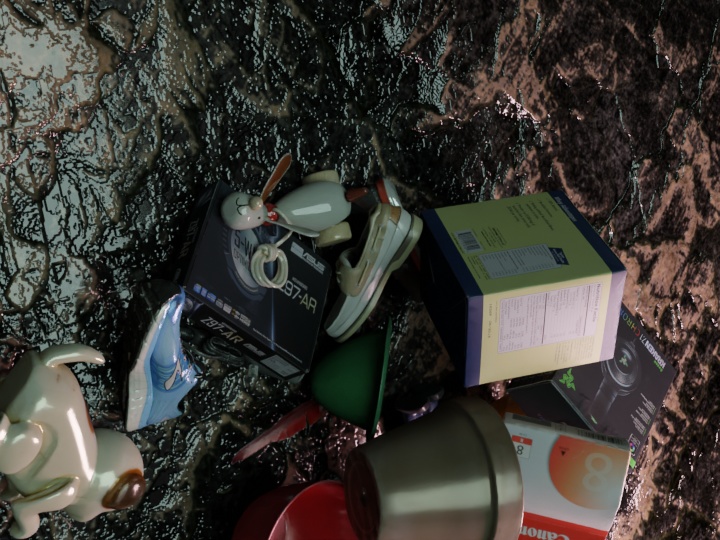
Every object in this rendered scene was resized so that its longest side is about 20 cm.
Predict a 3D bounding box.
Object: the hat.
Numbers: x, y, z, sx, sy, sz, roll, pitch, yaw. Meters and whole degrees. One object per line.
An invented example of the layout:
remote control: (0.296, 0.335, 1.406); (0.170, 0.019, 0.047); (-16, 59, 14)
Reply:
hat: (-0.057, 0.136, 1.160); (0.173, 0.201, 0.168); (10, 120, -1)

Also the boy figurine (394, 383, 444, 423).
boy figurine: (0.104, 0.271, 1.293); (0.124, 0.064, 0.203); (-28, 109, -40)

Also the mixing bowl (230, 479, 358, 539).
mixing bowl: (-0.093, 0.354, 1.125); (0.199, 0.107, 0.204); (-6, 98, -51)

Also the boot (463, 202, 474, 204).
boot: (0.231, -0.008, 1.303); (0.078, 0.138, 0.201); (-50, 120, -19)

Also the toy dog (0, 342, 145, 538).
toy dog: (-0.320, 0.186, 0.952); (0.195, 0.139, 0.201); (-50, 127, -16)

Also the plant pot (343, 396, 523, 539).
plant pot: (0.078, 0.265, 1.101); (0.171, 0.199, 0.204); (-2, 97, -24)

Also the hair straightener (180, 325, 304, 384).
hair straightener: (-0.145, 0.097, 1.089); (0.199, 0.077, 0.041); (28, 90, -34)

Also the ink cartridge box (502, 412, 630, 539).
ink cartridge box: (0.238, 0.294, 1.120); (0.050, 0.159, 0.204); (-26, 126, -77)

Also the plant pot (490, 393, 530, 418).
plant pot: (0.255, 0.250, 1.305); (0.198, 0.182, 0.204); (11, 69, -32)

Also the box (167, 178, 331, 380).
box: (-0.129, 0.014, 1.073); (0.199, 0.043, 0.162); (39, 47, -31)

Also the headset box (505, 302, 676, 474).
headset box: (0.310, 0.153, 1.200); (0.175, 0.092, 0.200); (49, 55, -12)

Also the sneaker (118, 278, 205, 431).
sneaker: (-0.218, 0.092, 1.003); (0.089, 0.079, 0.202); (-1, 129, -25)

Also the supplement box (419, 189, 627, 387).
supplement box: (0.194, 0.016, 1.120); (0.196, 0.201, 0.136); (-9, 125, -9)

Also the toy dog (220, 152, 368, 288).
toy dog: (-0.065, -0.077, 1.077); (0.200, 0.096, 0.133); (-39, 103, -50)

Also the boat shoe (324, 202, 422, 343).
boat shoe: (0.000, 0.000, 1.160); (0.068, 0.075, 0.201); (27, 108, -18)

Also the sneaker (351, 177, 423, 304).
sneaker: (0.037, -0.032, 1.221); (0.081, 0.077, 0.202); (-22, 120, 4)
